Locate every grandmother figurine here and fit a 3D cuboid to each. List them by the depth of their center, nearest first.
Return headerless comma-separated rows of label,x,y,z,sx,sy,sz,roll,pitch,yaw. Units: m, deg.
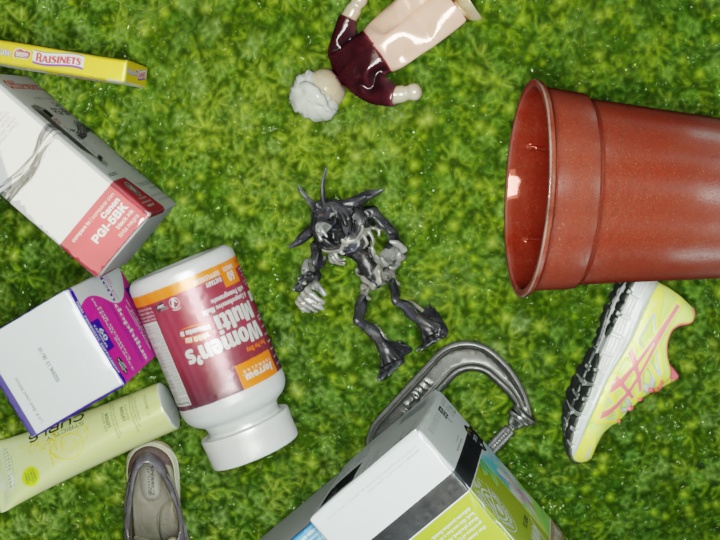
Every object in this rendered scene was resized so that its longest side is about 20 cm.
grandmother figurine,0.018,-0.209,1.424,0.200,0.061,0.121,-33,67,9

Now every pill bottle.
pill bottle,-0.139,0.085,1.439,0.109,0.110,0.200,-22,95,6

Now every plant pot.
plant pot,0.247,-0.070,1.367,0.195,0.201,0.201,3,97,-5

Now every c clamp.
c clamp,0.100,0.177,1.482,0.171,0.027,0.200,37,99,4

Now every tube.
tube,-0.281,0.173,1.487,0.200,0.058,0.052,-22,111,7

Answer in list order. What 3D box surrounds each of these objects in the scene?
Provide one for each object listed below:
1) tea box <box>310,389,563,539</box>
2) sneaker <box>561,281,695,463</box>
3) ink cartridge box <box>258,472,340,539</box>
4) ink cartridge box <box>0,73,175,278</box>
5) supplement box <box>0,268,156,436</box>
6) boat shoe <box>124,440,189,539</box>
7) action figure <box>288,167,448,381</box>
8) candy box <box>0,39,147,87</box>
tea box,0.078,0.239,1.376,0.134,0.200,0.197,-40,90,10
sneaker,0.261,0.103,1.437,0.090,0.078,0.200,23,100,-7
ink cartridge box,-0.015,0.333,1.444,0.147,0.145,0.200,-41,93,7
ink cartridge box,-0.286,-0.094,1.407,0.200,0.147,0.083,41,96,-3
supplement box,-0.268,0.070,1.400,0.103,0.200,0.101,-30,95,5
boat shoe,-0.205,0.274,1.488,0.072,0.065,0.200,-4,97,4
action figure,0.000,0.000,1.427,0.119,0.102,0.200,-33,96,18
candy box,-0.312,-0.203,1.418,0.200,0.102,0.026,9,92,2
